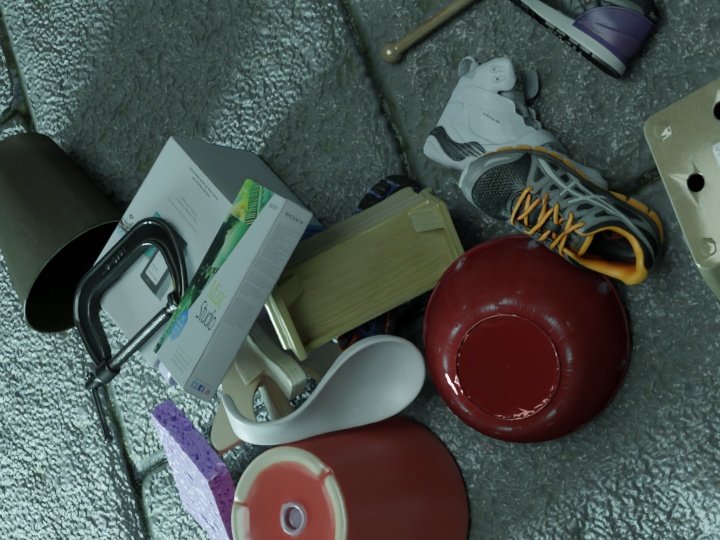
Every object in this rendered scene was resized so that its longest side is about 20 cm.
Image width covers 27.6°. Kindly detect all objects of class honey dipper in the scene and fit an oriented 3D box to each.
[{"bbox_3d":[0.097,-0.267,1.491,0.199,0.038,0.038,-33,68,34],"label":"honey dipper"}]

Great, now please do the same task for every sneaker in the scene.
[{"bbox_3d":[0.015,-0.002,1.501,0.074,0.078,0.203,18,79,-2],"label":"sneaker"},{"bbox_3d":[0.157,-0.137,1.407,0.198,0.075,0.117,21,97,33],"label":"sneaker"},{"bbox_3d":[0.183,-0.049,1.317,0.197,0.078,0.079,20,124,-3],"label":"sneaker"},{"bbox_3d":[0.193,-0.274,1.391,0.199,0.076,0.088,39,98,12],"label":"sneaker"}]

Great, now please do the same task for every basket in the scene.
[{"bbox_3d":[-0.373,-0.058,1.758,0.181,0.135,0.201,-50,57,18],"label":"basket"}]

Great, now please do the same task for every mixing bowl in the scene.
[{"bbox_3d":[0.141,0.075,1.336,0.197,0.108,0.203,3,100,15],"label":"mixing bowl"}]

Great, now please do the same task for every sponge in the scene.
[{"bbox_3d":[-0.165,0.230,1.557,0.030,0.201,0.111,-35,56,-19],"label":"sponge"}]

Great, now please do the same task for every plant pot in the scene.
[{"bbox_3d":[-0.019,0.240,1.442,0.198,0.176,0.204,-3,84,34],"label":"plant pot"},{"bbox_3d":[0.343,-0.081,1.204,0.199,0.176,0.202,-29,70,31],"label":"plant pot"}]

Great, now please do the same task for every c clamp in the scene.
[{"bbox_3d":[-0.237,0.051,1.535,0.200,0.027,0.172,-47,58,26],"label":"c clamp"}]

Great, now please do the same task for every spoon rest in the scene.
[{"bbox_3d":[-0.031,0.121,1.402,0.197,0.100,0.061,-18,39,-1],"label":"spoon rest"}]

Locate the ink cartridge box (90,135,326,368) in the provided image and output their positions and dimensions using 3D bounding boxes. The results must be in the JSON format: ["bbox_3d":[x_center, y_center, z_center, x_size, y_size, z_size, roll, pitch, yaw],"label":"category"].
[{"bbox_3d":[-0.169,-0.015,1.592,0.146,0.146,0.201,46,113,29],"label":"ink cartridge box"}]

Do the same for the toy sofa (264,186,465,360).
[{"bbox_3d":[0.000,0.000,1.428,0.084,0.198,0.098,66,171,-18],"label":"toy sofa"}]

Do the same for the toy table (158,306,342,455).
[{"bbox_3d":[-0.096,0.095,1.524,0.199,0.184,0.118,-33,75,-6],"label":"toy table"}]

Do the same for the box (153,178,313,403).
[{"bbox_3d":[-0.125,0.014,1.401,0.202,0.036,0.144,-60,22,0],"label":"box"}]
